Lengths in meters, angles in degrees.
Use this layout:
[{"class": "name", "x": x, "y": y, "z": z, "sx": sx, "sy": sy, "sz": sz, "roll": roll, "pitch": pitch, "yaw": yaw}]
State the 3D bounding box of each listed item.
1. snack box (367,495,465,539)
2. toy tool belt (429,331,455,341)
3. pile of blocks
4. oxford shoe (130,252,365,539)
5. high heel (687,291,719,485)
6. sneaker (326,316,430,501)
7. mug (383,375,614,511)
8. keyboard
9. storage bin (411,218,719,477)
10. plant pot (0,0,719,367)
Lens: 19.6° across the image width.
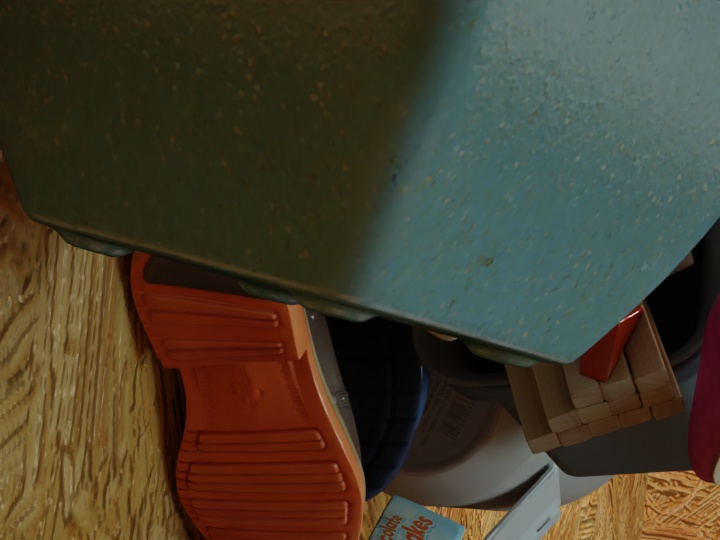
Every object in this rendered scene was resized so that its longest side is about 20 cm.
[{"class": "snack box", "x": -0.017, "y": 0.201, "z": 0.833, "sx": 0.116, "sy": 0.037, "sz": 0.200, "roll": -54, "pitch": 166, "yaw": -65}, {"class": "toy tool belt", "x": 0.022, "y": -0.078, "z": 0.751, "sx": 0.125, "sy": 0.123, "sz": 0.200, "roll": -47, "pitch": -163, "yaw": 38}, {"class": "pile of blocks", "x": 0.087, "y": -0.034, "z": 0.776, "sx": 0.062, "sy": 0.082, "sz": 0.200, "roll": 63, "pitch": 36, "yaw": -55}, {"class": "oxford shoe", "x": -0.032, "y": 0.038, "z": 0.768, "sx": 0.073, "sy": 0.071, "sz": 0.200, "roll": -77, "pitch": 165, "yaw": -46}, {"class": "high heel", "x": 0.139, "y": -0.027, "z": 0.757, "sx": 0.067, "sy": 0.096, "sz": 0.200, "roll": 7, "pitch": 105, "yaw": -58}, {"class": "sneaker", "x": 0.000, "y": 0.000, "z": 0.880, "sx": 0.082, "sy": 0.074, "sz": 0.200, "roll": -37, "pitch": 132, "yaw": -75}, {"class": "mug", "x": 0.047, "y": 0.032, "z": 0.997, "sx": 0.153, "sy": 0.149, "sz": 0.187, "roll": -3, "pitch": 76, "yaw": -68}, {"class": "keyboard", "x": 0.025, "y": 0.169, "z": 0.953, "sx": 0.200, "sy": 0.011, "sz": 0.056, "roll": -46, "pitch": 153, "yaw": -13}, {"class": "storage bin", "x": 0.119, "y": -0.013, "z": 0.879, "sx": 0.134, "sy": 0.146, "sz": 0.200, "roll": 53, "pitch": 37, "yaw": -52}, {"class": "plant pot", "x": 0.008, "y": -0.086, "z": 0.558, "sx": 0.196, "sy": 0.196, "sz": 0.200, "roll": 18, "pitch": 88, "yaw": -55}]
